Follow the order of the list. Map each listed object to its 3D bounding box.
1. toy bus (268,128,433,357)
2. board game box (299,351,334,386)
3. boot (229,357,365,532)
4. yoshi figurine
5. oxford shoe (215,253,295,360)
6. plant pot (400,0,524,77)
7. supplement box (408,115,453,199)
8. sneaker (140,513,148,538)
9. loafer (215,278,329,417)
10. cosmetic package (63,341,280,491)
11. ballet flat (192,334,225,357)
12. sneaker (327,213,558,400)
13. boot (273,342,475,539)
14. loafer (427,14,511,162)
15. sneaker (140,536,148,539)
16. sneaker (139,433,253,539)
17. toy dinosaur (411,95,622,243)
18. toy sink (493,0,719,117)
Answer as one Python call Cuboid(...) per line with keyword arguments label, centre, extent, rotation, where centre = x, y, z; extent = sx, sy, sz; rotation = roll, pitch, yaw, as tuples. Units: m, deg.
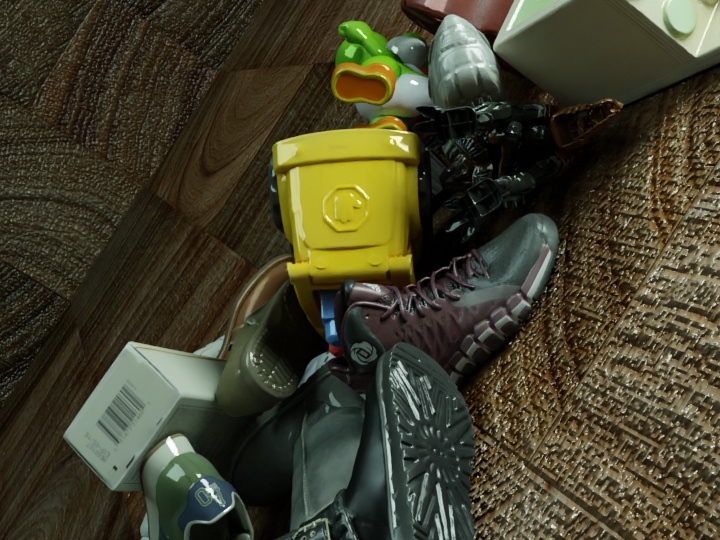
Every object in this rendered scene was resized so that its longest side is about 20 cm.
Cuboid(label="toy bus", centre=(0.000, 0.000, 1.033), extent=(0.200, 0.134, 0.194), rotation=(76, -170, -69))
Cuboid(label="board game box", centre=(-0.059, 0.077, 1.227), extent=(0.201, 0.026, 0.200), rotation=(-54, 18, 9))
Cuboid(label="boot", centre=(-0.042, 0.176, 0.969), extent=(0.182, 0.072, 0.201), rotation=(-52, 25, 20))
Cuboid(label="yoshi figurine", centre=(0.010, -0.173, 1.131), extent=(0.113, 0.112, 0.200), rotation=(-49, 7, 28))
Cuboid(label="oxford shoe", centre=(-0.099, 0.079, 1.205), extent=(0.071, 0.071, 0.201), rotation=(17, 77, 49))
Cuboid(label="plant pot", centre=(0.141, -0.291, 1.092), extent=(0.196, 0.200, 0.201), rotation=(-63, 17, 4))
Cuboid(label="supplement box", centre=(0.030, -0.096, 1.194), extent=(0.200, 0.061, 0.109), rotation=(-37, 25, 26))
Cuboid(label="sneaker", centre=(-0.200, 0.195, 1.309), extent=(0.070, 0.080, 0.201), rotation=(-26, 36, 54))
Cuboid(label="loafer", centre=(-0.076, 0.065, 1.060), extent=(0.067, 0.076, 0.200), rotation=(-32, 6, 22))
Cuboid(label="cosmetic package", centre=(-0.153, 0.132, 1.063), extent=(0.104, 0.073, 0.200), rotation=(-53, -23, 6))
Cuboid(label="ballet flat", centre=(-0.158, 0.123, 1.262), extent=(0.072, 0.072, 0.201), rotation=(-20, 39, 61))
Cuboid(label="sneaker", centre=(0.049, 0.021, 0.894), extent=(0.201, 0.115, 0.076), rotation=(-53, 18, 13))
Cuboid(label="boot", centre=(-0.005, 0.160, 0.813), extent=(0.158, 0.079, 0.212), rotation=(-38, 30, 29))
Cuboid(label="loafer", centre=(0.092, -0.145, 1.016), extent=(0.200, 0.069, 0.070), rotation=(70, -173, -72))
Cuboid(label="sneaker", centre=(-0.179, 0.270, 1.136), extent=(0.201, 0.071, 0.073), rotation=(-62, 19, -20))
Cuboid(label="sneaker", centre=(-0.128, 0.228, 1.017), extent=(0.067, 0.090, 0.201), rotation=(-35, -37, -27))
Cuboid(label="toy dinosaur", centre=(0.119, -0.100, 0.940), extent=(0.135, 0.103, 0.200), rotation=(-18, -22, -35))
Cuboid(label="toy sink", centre=(0.206, -0.216, 0.892), extent=(0.200, 0.112, 0.131), rotation=(-18, 42, 63))
